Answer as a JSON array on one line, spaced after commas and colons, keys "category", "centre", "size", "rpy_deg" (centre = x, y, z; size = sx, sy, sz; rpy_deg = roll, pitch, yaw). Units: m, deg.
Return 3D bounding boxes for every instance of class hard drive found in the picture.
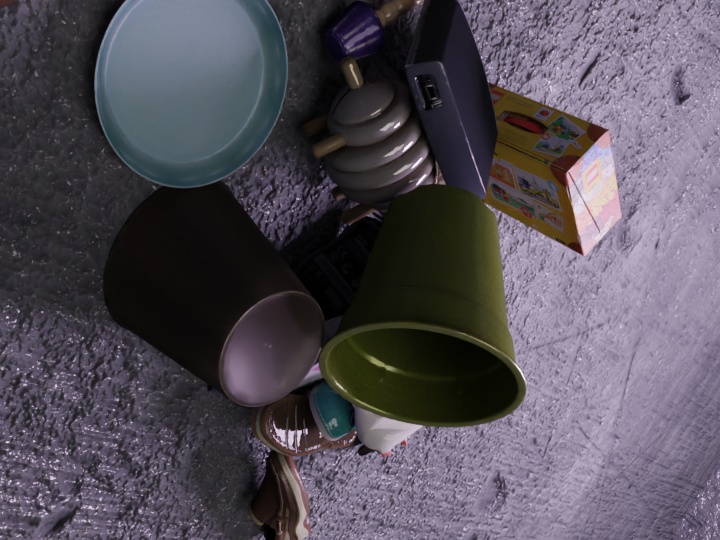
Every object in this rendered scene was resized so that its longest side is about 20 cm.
[{"category": "hard drive", "centre": [0.104, -0.178, 0.836], "size": [0.201, 0.041, 0.137], "rpy_deg": [61, 36, -44]}]

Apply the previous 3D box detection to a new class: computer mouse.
[{"category": "computer mouse", "centre": [0.000, 0.000, 0.934], "size": [0.198, 0.140, 0.053], "rpy_deg": [-34, 172, -16]}]

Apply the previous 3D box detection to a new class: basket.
[{"category": "basket", "centre": [-0.133, 0.025, 0.742], "size": [0.182, 0.199, 0.135], "rpy_deg": [-56, 138, -1]}]

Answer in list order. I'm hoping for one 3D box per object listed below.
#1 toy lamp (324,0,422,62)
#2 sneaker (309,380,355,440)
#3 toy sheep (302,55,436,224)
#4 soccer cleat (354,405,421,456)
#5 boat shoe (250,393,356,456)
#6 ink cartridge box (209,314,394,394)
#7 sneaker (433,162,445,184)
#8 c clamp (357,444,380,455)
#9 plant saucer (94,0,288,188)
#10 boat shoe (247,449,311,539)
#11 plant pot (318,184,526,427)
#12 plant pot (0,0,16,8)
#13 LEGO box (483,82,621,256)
[{"category": "toy lamp", "centre": [0.045, -0.285, 0.830], "size": [0.199, 0.058, 0.059], "rpy_deg": [-41, 136, -21]}, {"category": "sneaker", "centre": [0.002, 0.151, 0.976], "size": [0.079, 0.072, 0.199], "rpy_deg": [-30, 175, 19]}, {"category": "toy sheep", "centre": [0.015, -0.135, 0.841], "size": [0.137, 0.137, 0.202], "rpy_deg": [-41, 135, -16]}, {"category": "soccer cleat", "centre": [0.078, 0.144, 0.937], "size": [0.198, 0.069, 0.079], "rpy_deg": [-28, 116, -26]}, {"category": "boat shoe", "centre": [-0.082, 0.192, 0.980], "size": [0.199, 0.075, 0.073], "rpy_deg": [27, 72, -56]}, {"category": "ink cartridge box", "centre": [-0.051, 0.099, 0.898], "size": [0.197, 0.044, 0.196], "rpy_deg": [-18, 167, -36]}, {"category": "sneaker", "centre": [0.086, -0.123, 0.968], "size": [0.074, 0.070, 0.205], "rpy_deg": [-11, 115, -25]}, {"category": "c clamp", "centre": [0.073, 0.200, 1.096], "size": [0.199, 0.027, 0.171], "rpy_deg": [-38, 177, 0]}, {"category": "plant saucer", "centre": [-0.156, -0.178, 0.727], "size": [0.198, 0.027, 0.204], "rpy_deg": [-24, 129, -32]}, {"category": "boat shoe", "centre": [-0.109, 0.307, 1.020], "size": [0.073, 0.075, 0.205], "rpy_deg": [-19, 137, -15]}, {"category": "plant pot", "centre": [0.070, 0.024, 0.781], "size": [0.201, 0.196, 0.193], "rpy_deg": [54, 38, -46]}, {"category": "plant pot", "centre": [-0.223, -0.276, 0.512], "size": [0.200, 0.188, 0.186], "rpy_deg": [-44, 139, 9]}, {"category": "LEGO box", "centre": [0.216, -0.130, 0.978], "size": [0.077, 0.199, 0.150], "rpy_deg": [-42, 137, -13]}]
